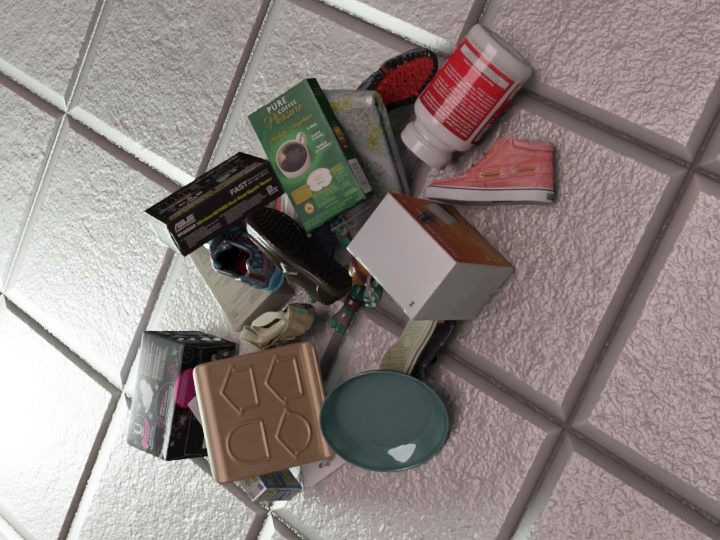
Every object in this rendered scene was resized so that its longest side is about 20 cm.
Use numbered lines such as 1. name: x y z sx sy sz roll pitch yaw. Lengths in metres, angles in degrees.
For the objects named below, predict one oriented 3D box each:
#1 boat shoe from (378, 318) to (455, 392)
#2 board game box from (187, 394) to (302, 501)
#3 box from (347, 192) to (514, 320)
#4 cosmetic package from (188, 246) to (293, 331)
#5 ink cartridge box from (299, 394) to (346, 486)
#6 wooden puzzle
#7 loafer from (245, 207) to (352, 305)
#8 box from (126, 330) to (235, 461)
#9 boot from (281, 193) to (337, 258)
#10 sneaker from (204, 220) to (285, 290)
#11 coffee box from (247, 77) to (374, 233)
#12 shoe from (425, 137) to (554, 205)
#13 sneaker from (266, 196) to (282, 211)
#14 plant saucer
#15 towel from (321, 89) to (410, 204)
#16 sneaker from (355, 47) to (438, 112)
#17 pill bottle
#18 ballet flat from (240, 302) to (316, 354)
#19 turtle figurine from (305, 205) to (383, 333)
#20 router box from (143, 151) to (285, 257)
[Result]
1. boat shoe: 0.084 0.130 1.570 0.201 0.061 0.075 -61 34 32
2. board game box: -0.189 0.291 1.695 0.034 0.134 0.201 -43 66 9
3. box: 0.105 -0.017 1.485 0.152 0.199 0.107 47 111 24
4. cosmetic package: -0.213 -0.004 1.760 0.103 0.073 0.201 -43 67 22
5. ink cartridge box: -0.106 0.245 1.685 0.115 0.066 0.202 -38 69 24
6. wooden puzzle: -0.150 0.222 1.613 0.197 0.046 0.188 -12 81 -7
7. loafer: -0.105 -0.014 1.571 0.200 0.073 0.072 42 135 10
8. box: -0.311 0.212 1.778 0.114 0.131 0.203 14 96 37
9. boot: -0.081 -0.097 1.655 0.073 0.089 0.203 -117 30 -64
10. sneaker: -0.206 -0.037 1.646 0.199 0.095 0.080 30 106 39
11. coffee box: -0.074 -0.174 1.548 0.122 0.044 0.202 -28 91 28
12. shoe: 0.192 -0.146 1.516 0.197 0.071 0.093 2 88 27
13. sneaker: -0.107 -0.127 1.712 0.086 0.074 0.203 27 109 20
14. plant saucer: 0.036 0.222 1.561 0.196 0.036 0.203 2 123 3
15. towel: -0.017 -0.192 1.602 0.169 0.048 0.202 6 131 34
16. sneaker: 0.041 -0.294 1.599 0.199 0.079 0.096 -32 28 34
17. pill bottle: 0.152 -0.252 1.517 0.113 0.112 0.201 49 111 24
18. ballet flat: -0.153 0.102 1.691 0.199 0.075 0.069 -37 46 42
19. turtle figurine: 0.000 0.000 1.611 0.200 0.100 0.151 -49 57 35
20. router box: -0.234 -0.110 1.637 0.063 0.199 0.149 62 163 -22
